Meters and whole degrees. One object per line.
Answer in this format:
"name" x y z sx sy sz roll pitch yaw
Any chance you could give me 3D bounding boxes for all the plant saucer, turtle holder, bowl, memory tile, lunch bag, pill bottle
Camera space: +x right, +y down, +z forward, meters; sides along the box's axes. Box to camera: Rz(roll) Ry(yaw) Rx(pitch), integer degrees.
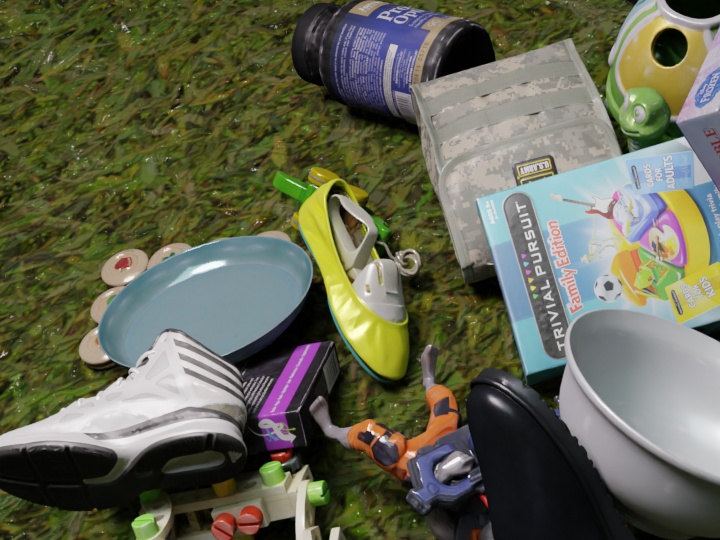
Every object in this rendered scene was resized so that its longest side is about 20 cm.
"plant saucer" -0.133 0.035 1.172 0.198 0.028 0.201 -13 31 8
"turtle holder" 0.267 -0.177 1.136 0.184 0.133 0.141 -26 53 -16
"bowl" 0.215 0.120 0.919 0.199 0.091 0.202 18 26 -9
"memory tile" -0.163 0.025 1.249 0.197 0.017 0.154 -7 43 14
"lunch bag" 0.144 -0.090 1.180 0.162 0.118 0.201 -16 49 1
"pill bottle" 0.029 -0.214 1.355 0.198 0.113 0.112 20 55 35

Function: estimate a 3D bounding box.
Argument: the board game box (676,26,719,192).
"board game box" 0.342 -0.111 1.062 0.041 0.201 0.200 -12 35 45

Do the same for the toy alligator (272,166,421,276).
"toy alligator" -0.003 -0.044 1.238 0.199 0.060 0.054 33 19 35

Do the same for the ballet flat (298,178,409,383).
"ballet flat" 0.000 0.000 1.141 0.067 0.066 0.201 -51 47 30

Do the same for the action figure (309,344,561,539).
"action figure" 0.083 0.142 1.000 0.198 0.106 0.194 -12 41 -34

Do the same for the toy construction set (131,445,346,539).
"toy construction set" -0.095 0.195 0.987 0.197 0.093 0.131 1 21 12

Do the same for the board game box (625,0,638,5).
"board game box" 0.346 -0.358 1.446 0.199 0.028 0.135 -34 44 -15

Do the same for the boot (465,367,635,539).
"boot" 0.087 0.189 0.864 0.168 0.201 0.076 -37 8 -22

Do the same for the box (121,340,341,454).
"box" -0.125 0.113 1.086 0.197 0.037 0.143 -9 17 14

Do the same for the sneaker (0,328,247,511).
"sneaker" -0.179 0.110 1.003 0.198 0.076 0.116 -7 43 6

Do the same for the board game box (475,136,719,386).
"board game box" 0.207 -0.010 1.067 0.198 0.047 0.153 -16 73 4
